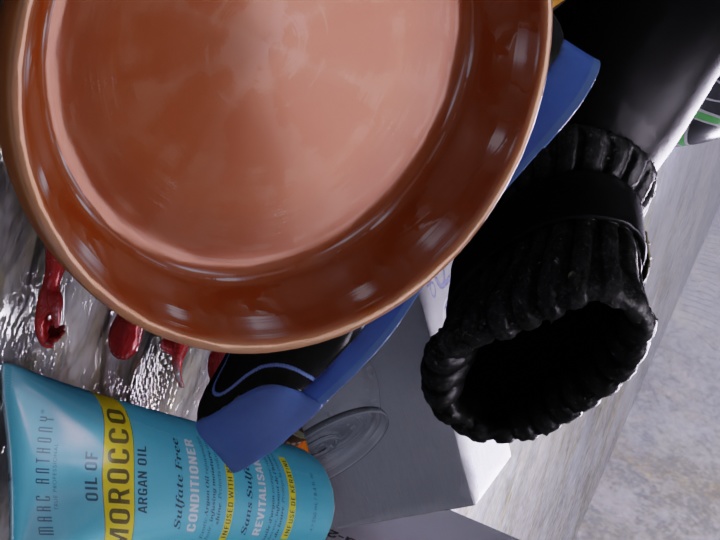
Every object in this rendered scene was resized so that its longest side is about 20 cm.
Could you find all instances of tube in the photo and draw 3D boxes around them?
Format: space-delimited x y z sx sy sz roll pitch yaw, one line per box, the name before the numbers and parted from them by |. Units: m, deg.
tube | -0.079 0.084 1.139 0.200 0.050 0.078 14 66 -60

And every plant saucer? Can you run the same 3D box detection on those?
plant saucer | -0.028 -0.072 0.979 0.032 0.199 0.202 30 -76 55

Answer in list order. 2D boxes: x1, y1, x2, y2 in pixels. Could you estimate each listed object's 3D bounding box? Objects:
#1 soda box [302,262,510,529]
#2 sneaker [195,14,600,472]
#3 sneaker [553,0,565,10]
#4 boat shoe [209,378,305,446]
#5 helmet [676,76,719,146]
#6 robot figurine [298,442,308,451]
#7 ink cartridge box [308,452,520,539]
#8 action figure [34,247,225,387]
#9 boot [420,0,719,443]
soda box | 0.000 0.000 1.227 0.063 0.068 0.201 -45 123 -67
sneaker | -0.004 -0.024 1.067 0.200 0.078 0.070 -50 -173 -5
sneaker | 0.004 -0.099 1.125 0.199 0.077 0.079 -27 99 -41
boat shoe | -0.029 -0.012 1.342 0.075 0.075 0.203 -24 -139 41
helmet | 0.129 -0.152 1.299 0.191 0.199 0.201 -58 164 -56
robot figurine | 0.026 0.021 1.427 0.201 0.058 0.145 -62 -164 -10
ink cartridge box | 0.007 0.199 1.311 0.083 0.144 0.201 -55 165 -57
action figure | -0.079 0.011 1.082 0.200 0.065 0.100 87 16 -65
boot | 0.096 -0.044 1.166 0.158 0.079 0.212 -76 -169 -53
